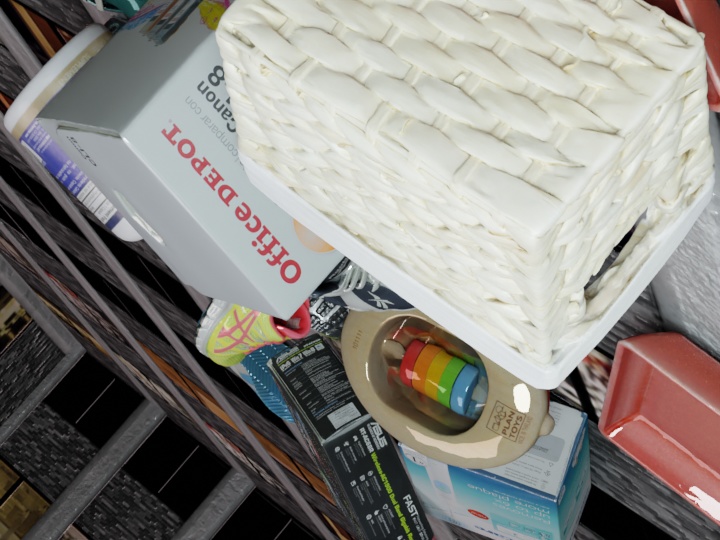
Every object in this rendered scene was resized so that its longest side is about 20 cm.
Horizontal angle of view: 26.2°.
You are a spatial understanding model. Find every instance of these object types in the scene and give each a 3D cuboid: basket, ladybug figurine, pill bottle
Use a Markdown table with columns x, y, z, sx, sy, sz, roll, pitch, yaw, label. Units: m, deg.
| x | y | z | sx | sy | sz | roll | pitch | yaw | label |
| --- | --- | --- | --- | --- | --- | --- | --- | --- | --- |
| 0.044 | -0.070 | 0.688 | 0.199 | 0.136 | 0.124 | 35 | 162 | 26 | basket |
| 0.076 | 0.083 | 1.256 | 0.199 | 0.137 | 0.072 | 31 | -160 | 27 | ladybug figurine |
| -0.188 | -0.096 | 1.295 | 0.200 | 0.120 | 0.120 | 44 | 166 | -7 | pill bottle |

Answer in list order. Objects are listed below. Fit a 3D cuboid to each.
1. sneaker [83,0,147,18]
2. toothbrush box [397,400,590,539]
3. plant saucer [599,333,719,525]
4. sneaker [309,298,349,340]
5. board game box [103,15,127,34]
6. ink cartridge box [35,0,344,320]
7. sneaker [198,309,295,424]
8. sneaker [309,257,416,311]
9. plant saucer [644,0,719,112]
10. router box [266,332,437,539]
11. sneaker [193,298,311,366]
| x | y | z | sx | sy | sz | roll | pitch | yaw | label |
| --- | --- | --- | --- | --- | --- | --- | --- | --- | --- |
| -0.235 | -0.243 | 1.184 | 0.199 | 0.080 | 0.071 | 40 | 166 | 8 | sneaker |
| 0.124 | 0.174 | 1.373 | 0.145 | 0.086 | 0.200 | 18 | 160 | 16 | toothbrush box |
| 0.252 | 0.126 | 1.021 | 0.199 | 0.037 | 0.200 | 38 | 165 | 18 | plant saucer |
| -0.066 | -0.006 | 1.485 | 0.200 | 0.074 | 0.081 | 44 | 177 | 17 | sneaker |
| -0.135 | -0.142 | 1.324 | 0.199 | 0.028 | 0.136 | 29 | 160 | 45 | board game box |
| -0.051 | -0.098 | 0.869 | 0.146 | 0.200 | 0.144 | 48 | 165 | -26 | ink cartridge box |
| -0.122 | 0.122 | 2.002 | 0.200 | 0.077 | 0.081 | 44 | 176 | 17 | sneaker |
| -0.010 | -0.008 | 1.145 | 0.197 | 0.080 | 0.130 | 25 | -175 | -20 | sneaker |
| 0.066 | -0.170 | 0.680 | 0.199 | 0.037 | 0.200 | 27 | 160 | 49 | plant saucer |
| -0.005 | 0.178 | 1.447 | 0.150 | 0.062 | 0.201 | 47 | 164 | 55 | router box |
| -0.090 | 0.042 | 1.404 | 0.090 | 0.078 | 0.201 | 34 | 148 | 5 | sneaker |
